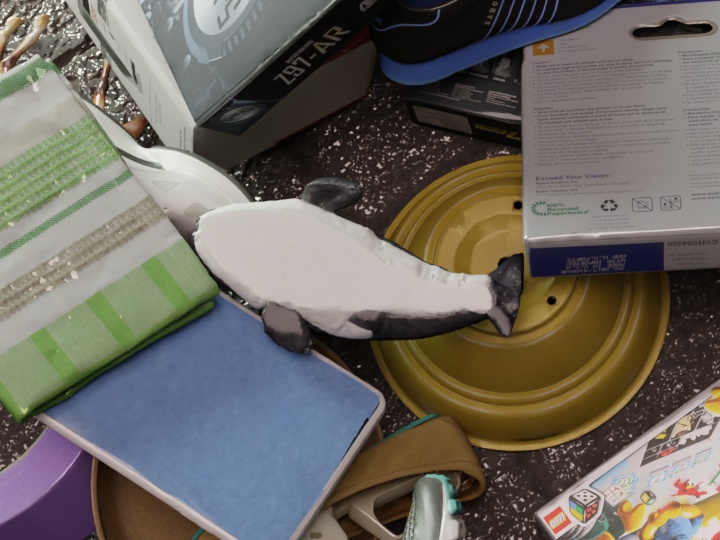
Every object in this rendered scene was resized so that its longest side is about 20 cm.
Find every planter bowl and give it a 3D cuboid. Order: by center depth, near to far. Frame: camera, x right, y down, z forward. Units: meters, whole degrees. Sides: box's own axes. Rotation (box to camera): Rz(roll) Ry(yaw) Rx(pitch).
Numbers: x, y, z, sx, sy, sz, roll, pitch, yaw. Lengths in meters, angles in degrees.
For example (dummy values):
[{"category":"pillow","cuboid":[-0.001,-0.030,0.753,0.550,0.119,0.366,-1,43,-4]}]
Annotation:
[{"category":"planter bowl","cuboid":[0.095,0.007,1.217,0.199,0.083,0.202,-3,72,9]}]

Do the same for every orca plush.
[{"category":"orca plush","cuboid":[0.000,0.000,1.169,0.199,0.071,0.106,-2,81,4]}]

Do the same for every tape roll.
[{"category":"tape roll","cuboid":[-0.228,0.086,1.228,0.199,0.066,0.201,-11,60,20]}]

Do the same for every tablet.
[{"category":"tablet","cuboid":[-0.098,0.074,1.136,0.199,0.014,0.130,31,64,9]}]

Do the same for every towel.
[{"category":"towel","cuboid":[-0.197,-0.021,1.153,0.149,0.031,0.200,-32,72,-17]}]

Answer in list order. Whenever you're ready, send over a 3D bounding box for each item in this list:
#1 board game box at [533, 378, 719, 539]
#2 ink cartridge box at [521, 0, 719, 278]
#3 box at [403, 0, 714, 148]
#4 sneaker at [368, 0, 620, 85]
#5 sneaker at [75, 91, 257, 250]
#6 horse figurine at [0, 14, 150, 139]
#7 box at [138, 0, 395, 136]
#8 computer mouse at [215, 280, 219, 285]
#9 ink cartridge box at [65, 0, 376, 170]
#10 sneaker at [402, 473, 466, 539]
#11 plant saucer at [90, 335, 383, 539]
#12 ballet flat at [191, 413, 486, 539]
[{"category":"board game box","cuboid":[0.223,0.144,1.178,0.200,0.035,0.126,-36,71,-3]},{"category":"ink cartridge box","cuboid":[0.197,-0.085,1.183,0.195,0.043,0.201,-3,48,8]},{"category":"box","cuboid":[0.145,-0.155,1.277,0.199,0.051,0.159,13,76,14]},{"category":"sneaker","cuboid":[0.096,-0.189,1.213,0.199,0.078,0.070,-28,52,-11]},{"category":"sneaker","cuboid":[-0.158,-0.029,1.214,0.200,0.076,0.115,28,54,19]},{"category":"horse figurine","cuboid":[-0.215,-0.108,1.324,0.199,0.050,0.133,19,73,9]},{"category":"box","cuboid":[-0.072,-0.211,1.186,0.160,0.043,0.201,-37,65,26]},{"category":"computer mouse","cuboid":[-0.121,0.056,1.257,0.110,0.044,0.200,36,84,34]},{"category":"ink cartridge box","cuboid":[-0.103,-0.180,1.294,0.146,0.083,0.200,-28,69,-18]},{"category":"sneaker","cuboid":[0.008,0.211,1.106,0.091,0.078,0.201,12,76,8]},{"category":"plant saucer","cuboid":[-0.078,0.130,1.190,0.199,0.035,0.202,2,85,-27]},{"category":"ballet flat","cuboid":[-0.007,0.145,1.161,0.199,0.069,0.063,-24,59,-28]}]
